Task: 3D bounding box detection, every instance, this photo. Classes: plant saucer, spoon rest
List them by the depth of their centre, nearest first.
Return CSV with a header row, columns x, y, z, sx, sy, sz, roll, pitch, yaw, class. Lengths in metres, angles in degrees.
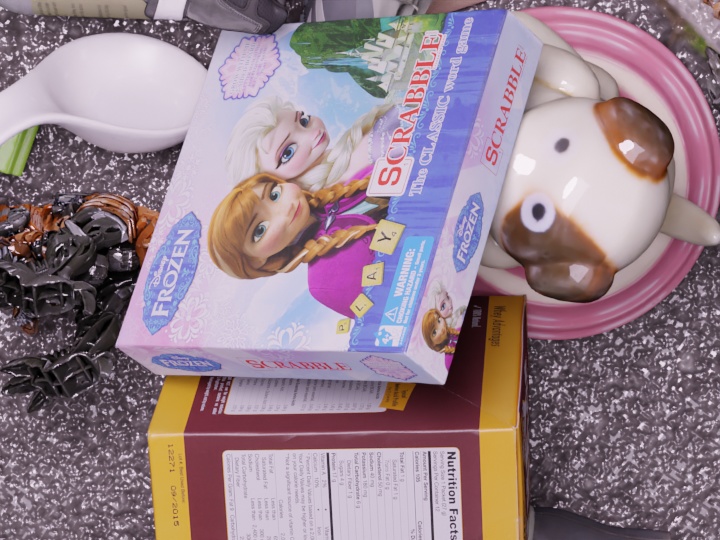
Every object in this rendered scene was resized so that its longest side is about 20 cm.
x,y,z,sx,sy,sz,roll,pitch,yaw,class
-0.166,-0.087,1.608,0.099,0.200,0.061,37,138,24,spoon rest
0.117,-0.056,1.668,0.200,0.051,0.201,0,96,-1,plant saucer

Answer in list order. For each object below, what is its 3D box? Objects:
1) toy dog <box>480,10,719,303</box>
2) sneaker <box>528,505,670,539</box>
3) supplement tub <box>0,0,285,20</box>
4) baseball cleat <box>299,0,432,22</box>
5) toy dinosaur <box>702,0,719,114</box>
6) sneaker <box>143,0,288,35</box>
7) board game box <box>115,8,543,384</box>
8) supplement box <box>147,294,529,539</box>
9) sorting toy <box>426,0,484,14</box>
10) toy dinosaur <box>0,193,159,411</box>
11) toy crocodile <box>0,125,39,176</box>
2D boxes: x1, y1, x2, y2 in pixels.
x,y,z,sx,sy,sz,roll,pitch,yaw,class
0.109,-0.044,1.544,0.194,0.200,0.140,36,95,-4,toy dog
0.129,0.246,1.689,0.106,0.075,0.200,8,95,1,sneaker
-0.140,-0.216,1.599,0.200,0.145,0.145,2,96,-1,supplement tub
-0.010,-0.150,1.637,0.106,0.070,0.200,51,128,25,baseball cleat
0.255,-0.115,1.620,0.102,0.136,0.200,-20,97,2,toy dinosaur
-0.042,-0.215,1.498,0.090,0.066,0.200,21,94,-4,sneaker
-0.018,-0.039,1.488,0.199,0.041,0.200,-1,63,38,board game box
-0.005,0.110,1.592,0.200,0.197,0.133,-1,111,5,supplement box
0.087,-0.268,1.650,0.185,0.036,0.200,-18,97,1,sorting toy
-0.160,-0.006,1.611,0.200,0.136,0.102,-17,119,36,toy dinosaur
-0.289,-0.102,1.657,0.200,0.062,0.068,15,96,-7,toy crocodile
